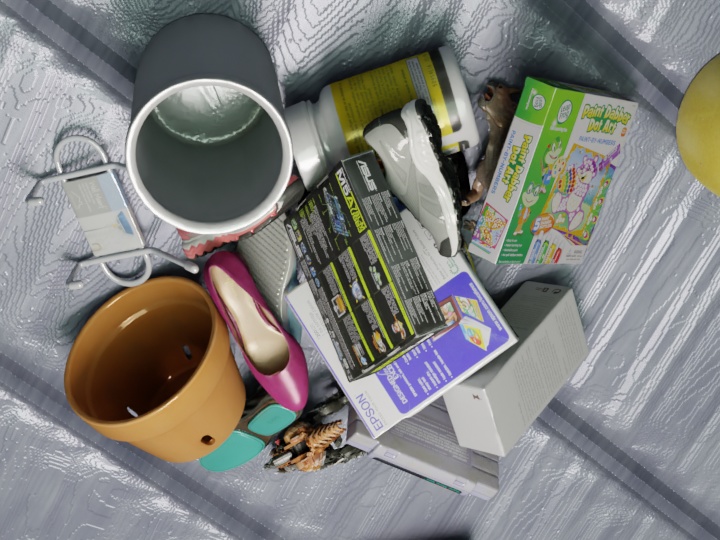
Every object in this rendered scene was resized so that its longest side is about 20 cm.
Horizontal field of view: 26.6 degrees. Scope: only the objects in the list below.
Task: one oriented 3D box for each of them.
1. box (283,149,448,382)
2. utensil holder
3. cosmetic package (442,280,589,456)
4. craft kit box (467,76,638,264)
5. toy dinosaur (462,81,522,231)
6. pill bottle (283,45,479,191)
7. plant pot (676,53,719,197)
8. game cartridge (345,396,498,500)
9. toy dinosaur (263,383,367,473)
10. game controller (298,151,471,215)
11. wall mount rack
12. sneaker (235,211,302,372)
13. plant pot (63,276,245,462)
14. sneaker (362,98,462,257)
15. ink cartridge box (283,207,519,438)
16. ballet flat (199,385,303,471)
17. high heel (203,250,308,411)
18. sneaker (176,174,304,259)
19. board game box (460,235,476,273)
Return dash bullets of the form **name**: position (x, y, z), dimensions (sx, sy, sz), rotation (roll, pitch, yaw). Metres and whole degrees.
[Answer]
- **box**: position (0.000, 0.000, 1.619), dimensions (0.047, 0.193, 0.202), rotation (-18, 79, -29)
- **utensil holder**: position (-0.161, -0.159, 1.594), dimensions (0.168, 0.201, 0.172), rotation (-3, 119, -6)
- **cosmetic package**: position (0.183, 0.113, 1.794), dimensions (0.071, 0.200, 0.102), rotation (8, 130, 40)
- **craft kit box**: position (0.214, -0.105, 1.673), dimensions (0.199, 0.048, 0.200), rotation (-2, 111, -54)
- **toy dinosaur**: position (0.180, -0.104, 1.742), dimensions (0.136, 0.085, 0.201), rotation (-51, 141, -22)
- **pill bottle**: position (0.021, -0.162, 1.665), dimensions (0.198, 0.115, 0.115), rotation (-18, 120, 2)
- **plant pot**: position (0.471, -0.142, 1.715), dimensions (0.197, 0.142, 0.202), rotation (-3, 119, -5)
- **game cartridge**: position (0.074, 0.184, 1.790), dimensions (0.198, 0.131, 0.038), rotation (25, 139, -20)
- **toy dinosaur**: position (-0.047, 0.209, 1.835), dimensions (0.135, 0.200, 0.103), rotation (-24, 104, -21)
- **game controller**: position (0.028, -0.083, 1.750), dimensions (0.197, 0.042, 0.105), rotation (-13, 120, 1)
- **wall mount rack**: position (-0.270, -0.054, 1.695), dimensions (0.172, 0.075, 0.202), rotation (-10, 121, 18)
- **sneaker**: position (-0.102, 0.018, 1.783), dimensions (0.073, 0.082, 0.203), rotation (7, 100, 16)
- **plant pot**: position (-0.221, 0.128, 1.762), dimensions (0.198, 0.201, 0.140), rotation (-27, 135, 9)
- **sneaker**: position (0.061, -0.094, 1.619), dimensions (0.078, 0.074, 0.201), rotation (-14, 130, 14)
- **ink cartridge box**: position (0.046, 0.053, 1.718), dimensions (0.199, 0.043, 0.199), rotation (-34, 78, 7)
- **ballet flat**: position (-0.128, 0.180, 1.852), dimensions (0.068, 0.069, 0.199), rotation (30, 136, -24)
- **high heel**: position (-0.120, 0.073, 1.700), dimensions (0.067, 0.096, 0.202), rotation (-29, 92, 12)
- **sneaker**: position (-0.147, -0.077, 1.677), dimensions (0.199, 0.074, 0.087), rotation (-21, 103, 43)
- **board game box**: position (0.074, 0.065, 1.830), dimensions (0.163, 0.057, 0.202), rotation (-20, 120, 2)
